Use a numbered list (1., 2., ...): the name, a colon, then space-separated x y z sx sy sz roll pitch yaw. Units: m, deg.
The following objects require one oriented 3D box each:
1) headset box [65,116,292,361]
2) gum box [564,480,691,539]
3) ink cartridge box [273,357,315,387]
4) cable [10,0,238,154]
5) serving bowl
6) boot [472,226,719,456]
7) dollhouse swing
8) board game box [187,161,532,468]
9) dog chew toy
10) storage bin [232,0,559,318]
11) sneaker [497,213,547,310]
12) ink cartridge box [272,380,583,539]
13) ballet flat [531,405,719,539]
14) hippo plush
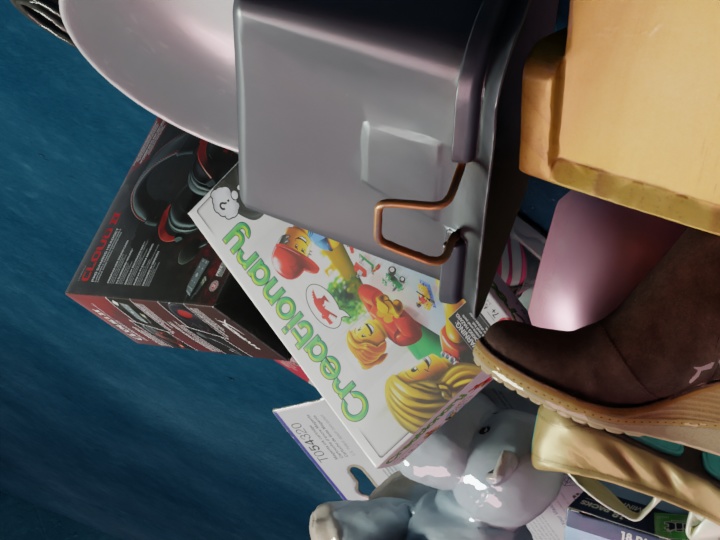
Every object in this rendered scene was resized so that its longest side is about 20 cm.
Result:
1. headset box: -0.100 -0.026 1.436 0.075 0.149 0.200 38 160 -34
2. gum box: 0.255 0.157 1.431 0.170 0.200 0.045 16 117 27
3. ink cartridge box: 0.028 0.052 1.601 0.145 0.084 0.200 36 161 -29
4. cable: -0.128 -0.135 1.366 0.200 0.050 0.097 33 172 20
5. serving bowl: -0.059 -0.136 1.166 0.200 0.066 0.200 18 157 8
6. boot: 0.171 0.006 1.113 0.200 0.167 0.072 16 -173 12
7. dollhouse swing: 0.194 -0.107 0.961 0.200 0.176 0.182 18 -157 22
8. board game box: 0.000 0.000 1.274 0.200 0.126 0.035 52 -156 16
9. dog chew toy: 0.198 0.019 1.203 0.200 0.125 0.125 16 163 5
10. storage bin: 0.011 -0.080 1.023 0.134 0.146 0.200 15 145 10
11. sneaker: 0.061 0.010 1.357 0.084 0.121 0.200 14 160 34
12. ink cartridge box: 0.072 0.129 1.516 0.200 0.043 0.196 -13 130 32
13. ballet flat: 0.200 0.134 1.345 0.200 0.063 0.069 24 -162 7
14. hippo plush: 0.065 0.166 1.409 0.200 0.159 0.161 29 129 17
